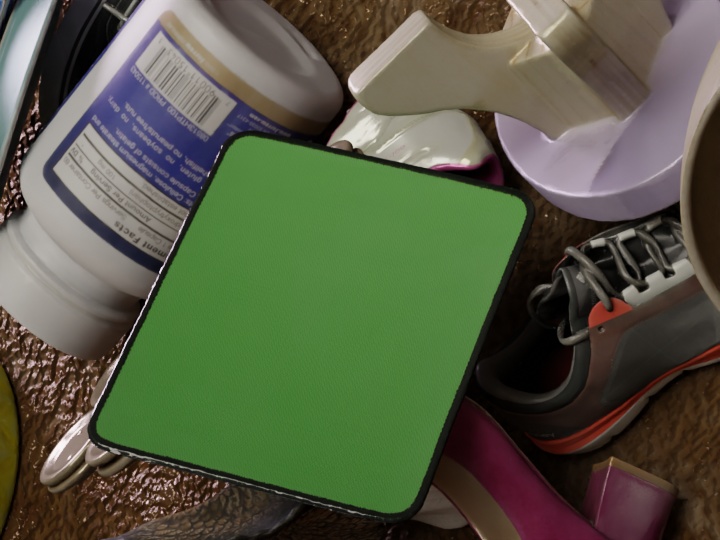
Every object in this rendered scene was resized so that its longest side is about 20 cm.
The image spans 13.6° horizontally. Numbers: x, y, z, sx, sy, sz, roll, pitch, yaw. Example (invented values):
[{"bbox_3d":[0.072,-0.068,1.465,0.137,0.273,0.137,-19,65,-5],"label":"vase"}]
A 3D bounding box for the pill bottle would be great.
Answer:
[{"bbox_3d":[-0.113,-0.055,1.627,0.200,0.119,0.120,-50,48,16],"label":"pill bottle"}]

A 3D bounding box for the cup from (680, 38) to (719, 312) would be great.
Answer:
[{"bbox_3d":[0.231,-0.072,1.309,0.200,0.200,0.144,-39,26,22],"label":"cup"}]

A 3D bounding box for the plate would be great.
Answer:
[{"bbox_3d":[-0.202,-0.086,1.697,0.200,0.025,0.201,-162,90,-84],"label":"plate"}]

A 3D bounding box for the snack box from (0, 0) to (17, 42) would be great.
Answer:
[{"bbox_3d":[-0.222,-0.095,1.664,0.072,0.024,0.201,113,172,-62],"label":"snack box"}]

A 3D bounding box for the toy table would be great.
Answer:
[{"bbox_3d":[0.094,-0.115,1.432,0.184,0.117,0.200,-49,30,-4],"label":"toy table"}]

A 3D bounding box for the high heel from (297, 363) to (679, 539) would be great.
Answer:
[{"bbox_3d":[0.045,0.113,1.398,0.067,0.199,0.096,141,151,-73],"label":"high heel"}]

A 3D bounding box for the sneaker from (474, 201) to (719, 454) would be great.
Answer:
[{"bbox_3d":[0.134,0.010,1.413,0.200,0.082,0.077,-46,49,17],"label":"sneaker"}]

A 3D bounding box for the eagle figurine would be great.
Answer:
[{"bbox_3d":[-0.049,0.123,1.490,0.200,0.152,0.151,-50,9,-9],"label":"eagle figurine"}]

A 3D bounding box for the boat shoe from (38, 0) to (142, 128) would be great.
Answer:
[{"bbox_3d":[-0.111,-0.143,1.694,0.068,0.073,0.200,42,106,31],"label":"boat shoe"}]

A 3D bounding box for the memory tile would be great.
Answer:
[{"bbox_3d":[-0.076,0.024,1.479,0.153,0.017,0.200,-26,27,54],"label":"memory tile"}]

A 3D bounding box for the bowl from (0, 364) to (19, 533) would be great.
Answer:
[{"bbox_3d":[-0.302,0.112,1.732,0.199,0.107,0.201,-16,63,35],"label":"bowl"}]

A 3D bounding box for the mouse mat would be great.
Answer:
[{"bbox_3d":[-0.020,0.021,1.394,0.160,0.008,0.201,14,52,14],"label":"mouse mat"}]

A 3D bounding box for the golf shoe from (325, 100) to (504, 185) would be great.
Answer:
[{"bbox_3d":[0.000,0.000,1.542,0.091,0.075,0.201,33,97,40],"label":"golf shoe"}]
